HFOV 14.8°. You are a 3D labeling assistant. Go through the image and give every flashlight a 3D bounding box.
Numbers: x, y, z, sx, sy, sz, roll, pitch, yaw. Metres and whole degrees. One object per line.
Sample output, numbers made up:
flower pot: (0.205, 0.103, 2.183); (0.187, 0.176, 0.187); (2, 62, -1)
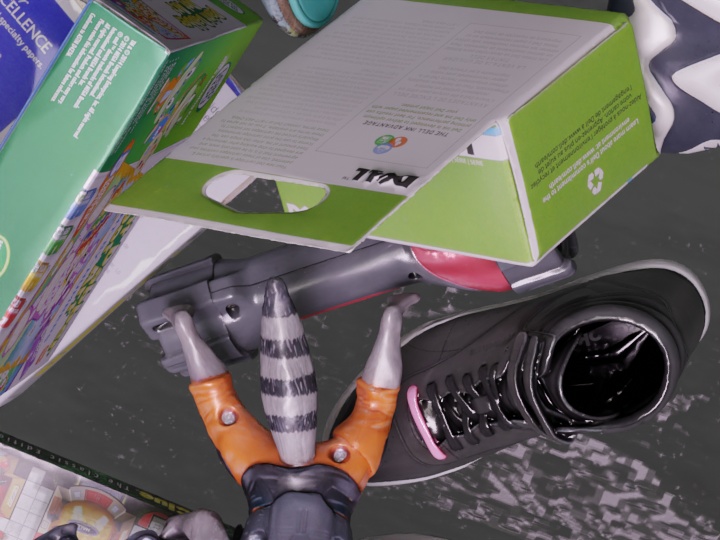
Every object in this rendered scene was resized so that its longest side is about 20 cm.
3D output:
flashlight: (0.000, 0.000, 1.310); (0.200, 0.068, 0.068); (-19, 114, 16)

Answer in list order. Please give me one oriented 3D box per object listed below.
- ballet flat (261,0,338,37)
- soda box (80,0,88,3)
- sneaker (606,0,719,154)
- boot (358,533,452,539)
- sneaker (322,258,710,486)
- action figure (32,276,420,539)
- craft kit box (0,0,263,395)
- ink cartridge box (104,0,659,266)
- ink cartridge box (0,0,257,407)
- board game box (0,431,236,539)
ballet flat: (-0.048, -0.208, 1.289); (0.074, 0.074, 0.200); (0, 97, 9)
soda box: (-0.086, -0.218, 1.226); (0.063, 0.068, 0.200); (31, 111, 15)
sneaker: (0.174, -0.146, 1.251); (0.129, 0.079, 0.200); (6, 99, 6)
boot: (-0.031, 0.182, 1.311); (0.200, 0.090, 0.073); (-14, 105, -2)
sneaker: (0.066, 0.054, 1.288); (0.200, 0.099, 0.071); (-23, 96, 13)
action figure: (-0.057, 0.107, 1.241); (0.200, 0.105, 0.194); (-1, 78, -5)
craft kit box: (-0.128, -0.032, 1.211); (0.048, 0.198, 0.200); (33, 103, 0)
ink cartridge box: (0.011, -0.041, 1.204); (0.148, 0.200, 0.076); (11, 129, 40)
ink cartridge box: (-0.165, -0.070, 1.333); (0.200, 0.047, 0.198); (-40, 90, 10)
board game box: (-0.147, 0.146, 1.354); (0.200, 0.023, 0.105); (22, 104, -7)
